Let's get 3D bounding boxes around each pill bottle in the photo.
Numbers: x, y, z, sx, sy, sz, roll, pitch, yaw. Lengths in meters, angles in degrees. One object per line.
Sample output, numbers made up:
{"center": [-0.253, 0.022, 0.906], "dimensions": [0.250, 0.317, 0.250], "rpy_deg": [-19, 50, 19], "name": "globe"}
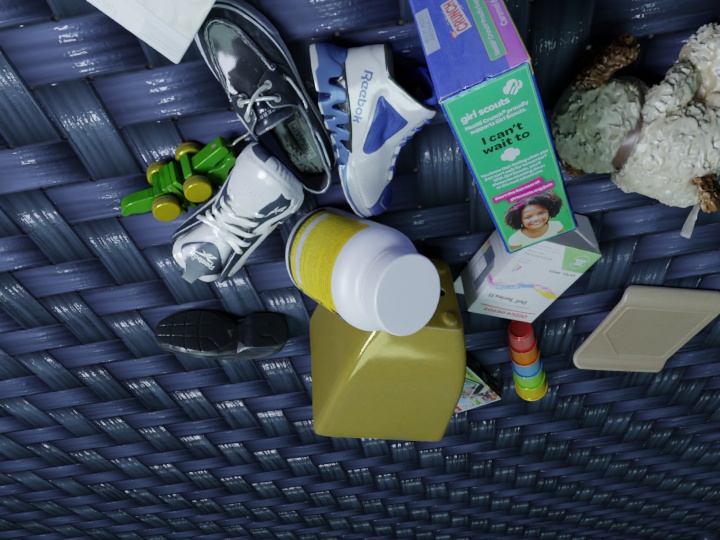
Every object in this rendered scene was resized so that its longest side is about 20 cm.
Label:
{"center": [0.000, 0.000, 0.683], "dimensions": [0.108, 0.199, 0.115], "rpy_deg": [-8, 107, -28], "name": "pill bottle"}

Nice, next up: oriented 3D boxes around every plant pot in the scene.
{"center": [0.046, 0.089, 0.833], "dimensions": [0.189, 0.198, 0.203], "rpy_deg": [7, 137, -16], "name": "plant pot"}

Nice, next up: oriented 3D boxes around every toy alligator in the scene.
{"center": [-0.166, -0.103, 0.659], "dimensions": [0.196, 0.060, 0.054], "rpy_deg": [-30, 150, 10], "name": "toy alligator"}

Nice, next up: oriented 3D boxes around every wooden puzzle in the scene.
{"center": [0.470, 0.096, 1.019], "dimensions": [0.179, 0.038, 0.203], "rpy_deg": [4, 137, -11], "name": "wooden puzzle"}

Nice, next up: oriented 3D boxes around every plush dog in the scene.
{"center": [0.275, -0.136, 0.619], "dimensions": [0.167, 0.163, 0.203], "rpy_deg": [19, 143, 13], "name": "plush dog"}

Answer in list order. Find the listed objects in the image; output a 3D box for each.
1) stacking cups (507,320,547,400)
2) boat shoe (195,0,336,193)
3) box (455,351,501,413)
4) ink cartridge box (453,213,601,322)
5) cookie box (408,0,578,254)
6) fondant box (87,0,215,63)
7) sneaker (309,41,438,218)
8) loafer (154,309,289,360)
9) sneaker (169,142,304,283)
{"center": [0.283, 0.153, 1.043], "dimensions": [0.059, 0.062, 0.202], "rpy_deg": [-13, 142, 11], "name": "stacking cups"}
{"center": [-0.085, -0.156, 0.570], "dimensions": [0.070, 0.069, 0.202], "rpy_deg": [-24, 126, 14], "name": "boat shoe"}
{"center": [0.168, 0.198, 1.109], "dimensions": [0.108, 0.036, 0.199], "rpy_deg": [-24, 139, 23], "name": "box"}
{"center": [0.215, 0.005, 0.837], "dimensions": [0.114, 0.069, 0.202], "rpy_deg": [10, 140, -19], "name": "ink cartridge box"}
{"center": [0.118, -0.145, 0.544], "dimensions": [0.073, 0.175, 0.200], "rpy_deg": [-21, 141, 17], "name": "cookie box"}
{"center": [-0.141, -0.271, 0.426], "dimensions": [0.142, 0.059, 0.199], "rpy_deg": [31, 130, -24], "name": "fondant box"}
{"center": [0.027, -0.141, 0.614], "dimensions": [0.111, 0.082, 0.202], "rpy_deg": [-9, 141, 9], "name": "sneaker"}
{"center": [-0.206, 0.107, 0.920], "dimensions": [0.193, 0.075, 0.073], "rpy_deg": [5, 147, -11], "name": "loafer"}
{"center": [-0.132, -0.043, 0.623], "dimensions": [0.079, 0.131, 0.198], "rpy_deg": [41, 162, -16], "name": "sneaker"}
